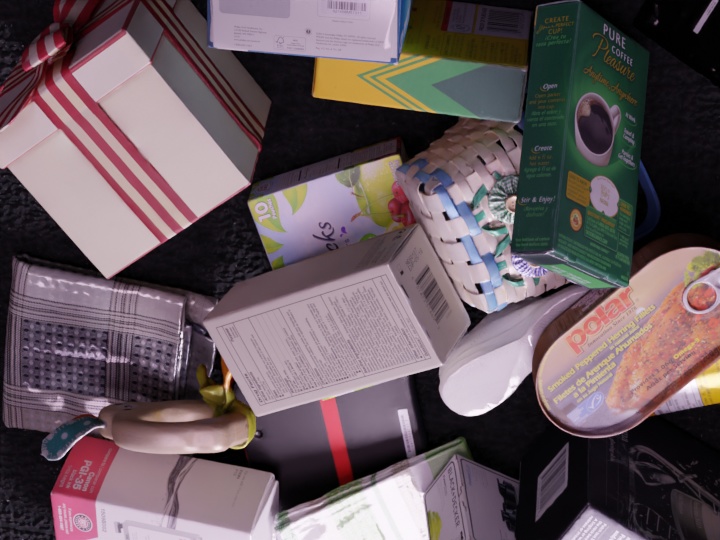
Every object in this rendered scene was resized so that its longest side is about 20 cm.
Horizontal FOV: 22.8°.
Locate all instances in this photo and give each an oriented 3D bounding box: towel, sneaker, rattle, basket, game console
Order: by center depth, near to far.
[{"bbox_3d":[0.146,-0.066,1.485,0.199,0.139,0.177,-34,113,-16],"label":"basket"},{"bbox_3d":[0.153,0.044,1.515,0.199,0.089,0.076,-25,116,13],"label":"sneaker"},{"bbox_3d":[-0.196,0.099,1.610,0.198,0.130,0.144,4,115,24],"label":"rattle"},{"bbox_3d":[-0.236,0.089,1.668,0.198,0.035,0.194,11,119,0],"label":"towel"},{"bbox_3d":[-0.026,0.157,1.685,0.175,0.031,0.202,-9,118,6],"label":"game console"},{"bbox_3d":[0.030,0.250,1.697,0.198,0.031,0.150,-24,121,-1],"label":"towel"}]

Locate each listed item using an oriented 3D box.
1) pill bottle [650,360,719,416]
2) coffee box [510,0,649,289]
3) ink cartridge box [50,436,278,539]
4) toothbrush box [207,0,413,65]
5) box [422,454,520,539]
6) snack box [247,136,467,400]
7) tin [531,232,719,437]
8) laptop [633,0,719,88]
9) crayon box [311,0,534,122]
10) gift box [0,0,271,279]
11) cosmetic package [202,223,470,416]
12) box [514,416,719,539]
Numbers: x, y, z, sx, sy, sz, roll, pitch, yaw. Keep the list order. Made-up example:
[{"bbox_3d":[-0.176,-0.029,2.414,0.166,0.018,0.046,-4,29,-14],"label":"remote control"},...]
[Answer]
[{"bbox_3d":[0.269,0.065,1.545,0.198,0.111,0.112,-12,117,14],"label":"pill bottle"},{"bbox_3d":[0.173,-0.096,1.394,0.044,0.202,0.123,-2,166,38],"label":"coffee box"},{"bbox_3d":[-0.183,0.250,1.697,0.198,0.083,0.148,10,129,10],"label":"ink cartridge box"},{"bbox_3d":[-0.030,-0.238,1.367,0.145,0.200,0.086,6,118,5],"label":"toothbrush box"},{"bbox_3d":[0.158,0.259,1.642,0.199,0.117,0.060,24,121,-22],"label":"box"},{"bbox_3d":[0.000,0.000,1.566,0.141,0.053,0.202,-17,111,10],"label":"snack box"},{"bbox_3d":[0.227,0.052,1.455,0.200,0.042,0.112,-40,117,13],"label":"tin"},{"bbox_3d":[0.356,-0.221,1.436,0.199,0.103,0.178,38,119,16],"label":"laptop"},{"bbox_3d":[0.036,-0.177,1.435,0.198,0.127,0.051,8,120,4],"label":"crayon box"},{"bbox_3d":[-0.206,-0.124,1.463,0.199,0.185,0.187,-32,112,15],"label":"gift box"},{"bbox_3d":[-0.021,0.043,1.494,0.199,0.073,0.104,-16,111,34],"label":"cosmetic package"},{"bbox_3d":[0.249,0.233,1.588,0.196,0.201,0.124,31,119,-10],"label":"box"}]
